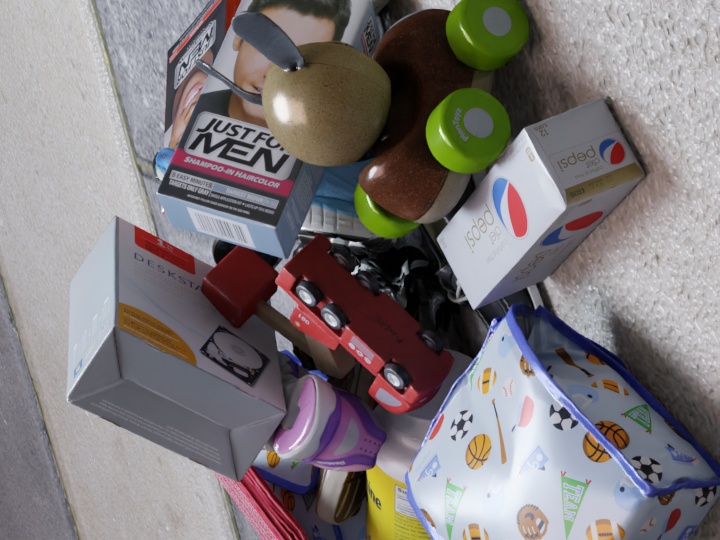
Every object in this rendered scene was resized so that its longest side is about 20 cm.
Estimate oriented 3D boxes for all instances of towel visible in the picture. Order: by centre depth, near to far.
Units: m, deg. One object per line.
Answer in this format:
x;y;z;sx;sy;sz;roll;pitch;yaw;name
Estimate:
-0.085;0.202;1.855;0.145;0.022;0.200;53;170;13;towel

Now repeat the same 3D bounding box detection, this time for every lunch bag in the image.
0.134;0.144;1.535;0.200;0.124;0.170;44;117;32;lunch bag
-0.027;0.178;1.954;0.170;0.124;0.200;16;124;59;lunch bag

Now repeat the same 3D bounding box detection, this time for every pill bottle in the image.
0.060;0.164;1.787;0.112;0.112;0.200;47;149;40;pill bottle

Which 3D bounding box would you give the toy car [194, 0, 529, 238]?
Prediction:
-0.010;-0.131;1.525;0.164;0.200;0.158;139;146;-60;toy car

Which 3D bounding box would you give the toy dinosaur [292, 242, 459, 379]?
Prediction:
0.000;0.000;1.741;0.136;0.102;0.200;29;137;27;toy dinosaur

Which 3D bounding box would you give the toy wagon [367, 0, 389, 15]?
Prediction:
-0.033;-0.289;1.684;0.200;0.039;0.155;66;156;6;toy wagon

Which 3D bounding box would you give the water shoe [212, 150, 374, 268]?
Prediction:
-0.049;-0.075;1.796;0.071;0.200;0.079;43;-157;-13;water shoe

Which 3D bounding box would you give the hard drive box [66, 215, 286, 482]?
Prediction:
-0.149;0.060;1.737;0.077;0.156;0.200;-56;20;18;hard drive box

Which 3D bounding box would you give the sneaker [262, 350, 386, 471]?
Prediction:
-0.037;0.120;1.739;0.081;0.088;0.200;-69;20;0;sneaker

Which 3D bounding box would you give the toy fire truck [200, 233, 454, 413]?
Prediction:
-0.027;0.042;1.674;0.200;0.049;0.141;43;152;7;toy fire truck

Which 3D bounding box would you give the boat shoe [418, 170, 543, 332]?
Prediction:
0.081;-0.009;1.653;0.200;0.060;0.076;65;157;7;boat shoe

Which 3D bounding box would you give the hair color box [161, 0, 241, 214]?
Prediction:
-0.114;-0.136;1.810;0.102;0.061;0.200;-46;32;35;hair color box

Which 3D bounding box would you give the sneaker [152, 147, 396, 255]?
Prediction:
-0.063;-0.072;1.692;0.078;0.199;0.090;68;-146;-76;sneaker

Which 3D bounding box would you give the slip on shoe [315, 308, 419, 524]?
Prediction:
-0.009;0.110;1.822;0.060;0.076;0.201;15;88;22;slip on shoe

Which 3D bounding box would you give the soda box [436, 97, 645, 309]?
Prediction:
0.122;-0.043;1.523;0.064;0.068;0.200;62;156;13;soda box

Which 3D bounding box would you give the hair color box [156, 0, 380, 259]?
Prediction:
-0.067;-0.118;1.640;0.099;0.200;0.061;16;159;15;hair color box
